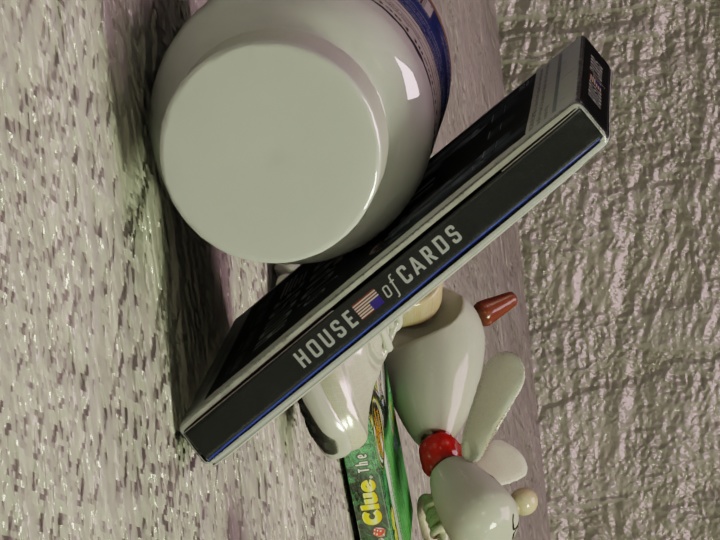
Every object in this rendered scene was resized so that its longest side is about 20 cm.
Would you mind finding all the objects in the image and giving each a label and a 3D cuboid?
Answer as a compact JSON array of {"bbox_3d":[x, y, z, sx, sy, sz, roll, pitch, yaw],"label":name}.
[{"bbox_3d":[0.068,0.076,1.478,0.132,0.096,0.201,96,-23,-68],"label":"toy dog"},{"bbox_3d":[0.003,0.080,1.414,0.105,0.023,0.201,-86,167,-65],"label":"board game box"},{"bbox_3d":[0.000,0.000,1.245,0.075,0.080,0.201,76,11,-54],"label":"sneaker"},{"bbox_3d":[0.018,-0.012,0.999,0.025,0.200,0.150,49,14,-8],"label":"dvd case"},{"bbox_3d":[-0.023,-0.066,0.993,0.200,0.110,0.112,-68,151,-75],"label":"pill bottle"}]
